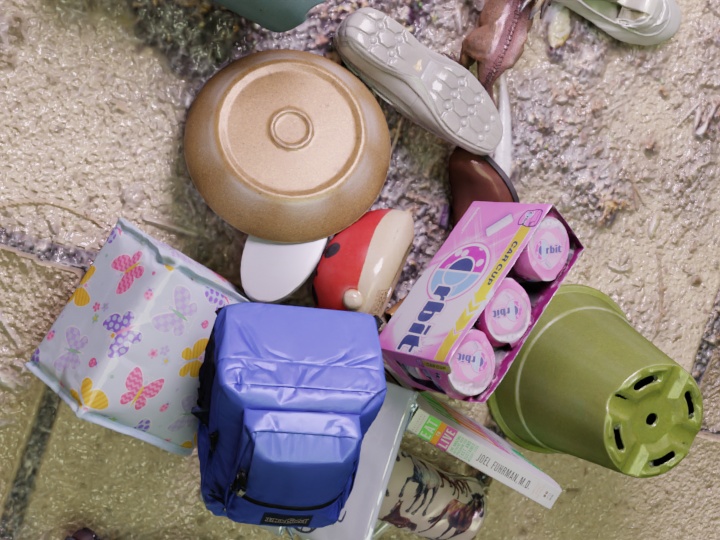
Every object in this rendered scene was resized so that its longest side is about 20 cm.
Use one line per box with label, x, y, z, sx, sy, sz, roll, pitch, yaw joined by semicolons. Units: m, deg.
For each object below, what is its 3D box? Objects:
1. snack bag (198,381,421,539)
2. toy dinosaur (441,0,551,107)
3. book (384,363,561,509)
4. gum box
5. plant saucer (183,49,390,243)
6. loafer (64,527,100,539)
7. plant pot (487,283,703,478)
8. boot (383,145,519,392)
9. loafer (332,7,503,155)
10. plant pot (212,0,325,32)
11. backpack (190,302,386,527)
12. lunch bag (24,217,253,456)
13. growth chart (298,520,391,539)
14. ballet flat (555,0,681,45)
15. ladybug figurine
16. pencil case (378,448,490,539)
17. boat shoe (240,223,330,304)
snack bag;-0.055;0.178;1.204;0.198;0.021;0.190;20;96;21
toy dinosaur;0.145;-0.245;1.196;0.085;0.135;0.202;9;99;-23
book;0.104;0.179;1.275;0.199;0.134;0.048;32;91;-25
gum box;0.109;0.030;1.147;0.066;0.113;0.201;47;68;-29
plant saucer;-0.066;-0.126;1.136;0.198;0.035;0.202;3;72;-8
loafer;-0.232;0.328;1.219;0.063;0.072;0.201;-39;121;-29
plant pot;0.264;0.132;1.299;0.198;0.190;0.202;-4;103;-20
boot;0.084;-0.006;1.233;0.200;0.068;0.190;-39;127;-34
loafer;0.058;-0.185;1.204;0.200;0.070;0.070;39;72;-15
plant pot;-0.114;-0.320;1.054;0.195;0.200;0.201;28;91;-32
backpack;-0.074;0.148;1.078;0.161;0.169;0.201;9;136;-10
lunch bag;-0.186;0.072;1.140;0.170;0.127;0.200;-58;141;-1
growth chart;-0.032;0.229;1.296;0.144;0.018;0.201;-35;112;-12
ballet flat;0.273;-0.287;1.277;0.198;0.069;0.070;17;95;-24
ladybug figurine;0.000;0.000;1.175;0.071;0.200;0.137;23;103;3
pencil case;0.044;0.225;1.276;0.199;0.078;0.090;28;100;-26
boat shoe;-0.059;-0.050;1.169;0.071;0.066;0.202;17;68;5
